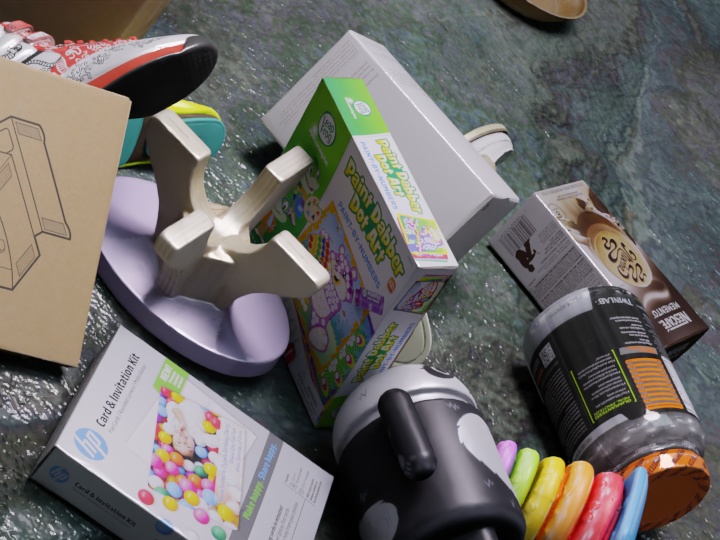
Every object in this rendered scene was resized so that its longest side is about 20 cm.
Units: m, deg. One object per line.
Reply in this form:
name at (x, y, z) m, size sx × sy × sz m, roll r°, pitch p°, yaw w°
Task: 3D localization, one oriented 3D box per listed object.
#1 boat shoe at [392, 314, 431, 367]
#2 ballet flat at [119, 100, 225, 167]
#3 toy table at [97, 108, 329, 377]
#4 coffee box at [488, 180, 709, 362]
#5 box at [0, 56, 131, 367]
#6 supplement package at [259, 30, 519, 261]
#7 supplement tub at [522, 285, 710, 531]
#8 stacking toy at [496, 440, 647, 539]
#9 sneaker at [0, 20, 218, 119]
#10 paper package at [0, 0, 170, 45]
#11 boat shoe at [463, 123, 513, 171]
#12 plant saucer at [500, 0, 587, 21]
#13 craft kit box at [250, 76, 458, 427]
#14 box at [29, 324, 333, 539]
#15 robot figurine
boat shoe at (-0.002, 0.001, 1.659) m, size 0.199 × 0.075 × 0.066 m, roll 46°, pitch 10°, yaw 14°
ballet flat at (-0.197, -0.122, 1.607) m, size 0.067 × 0.067 × 0.199 m, roll 34°, pitch 21°, yaw 31°
toy table at (-0.118, -0.024, 1.490) m, size 0.199 × 0.117 × 0.184 m, roll 37°, pitch 40°, yaw 0°
coffee box at (0.235, 0.015, 1.900) m, size 0.200 × 0.080 × 0.113 m, roll 51°, pitch 31°, yaw 15°
box at (-0.253, -0.046, 1.357) m, size 0.162 × 0.021 × 0.202 m, roll 16°, pitch 80°, yaw -35°
supplement package at (0.028, -0.098, 1.739) m, size 0.200 × 0.120 × 0.121 m, roll 49°, pitch 11°, yaw 12°
supplement tub at (0.231, 0.124, 1.719) m, size 0.122 × 0.123 × 0.201 m, roll 15°, pitch 40°, yaw -37°
stacking toy at (0.127, 0.183, 1.570) m, size 0.198 × 0.117 × 0.110 m, roll 27°, pitch 37°, yaw 1°
sneaker at (-0.216, -0.158, 1.464) m, size 0.200 × 0.067 × 0.108 m, roll -28°, pitch 62°, yaw -20°
paper package at (-0.241, -0.274, 1.598) m, size 0.190 × 0.200 × 0.104 m, roll 41°, pitch 31°, yaw -3°
boat shoe at (0.096, -0.085, 1.881) m, size 0.069 × 0.075 × 0.199 m, roll 50°, pitch 41°, yaw 9°
plant saucer at (0.193, -0.372, 2.376) m, size 0.199 × 0.035 × 0.201 m, roll 29°, pitch 34°, yaw -21°
craft kit box at (-0.017, -0.014, 1.532) m, size 0.048 × 0.198 × 0.201 m, roll 1°, pitch 48°, yaw -35°
box at (-0.121, 0.147, 1.369) m, size 0.199 × 0.041 × 0.156 m, roll 36°, pitch 31°, yaw -9°
robot figurine at (0.054, 0.166, 1.459) m, size 0.124 × 0.151 × 0.201 m, roll 3°, pitch 47°, yaw -29°
